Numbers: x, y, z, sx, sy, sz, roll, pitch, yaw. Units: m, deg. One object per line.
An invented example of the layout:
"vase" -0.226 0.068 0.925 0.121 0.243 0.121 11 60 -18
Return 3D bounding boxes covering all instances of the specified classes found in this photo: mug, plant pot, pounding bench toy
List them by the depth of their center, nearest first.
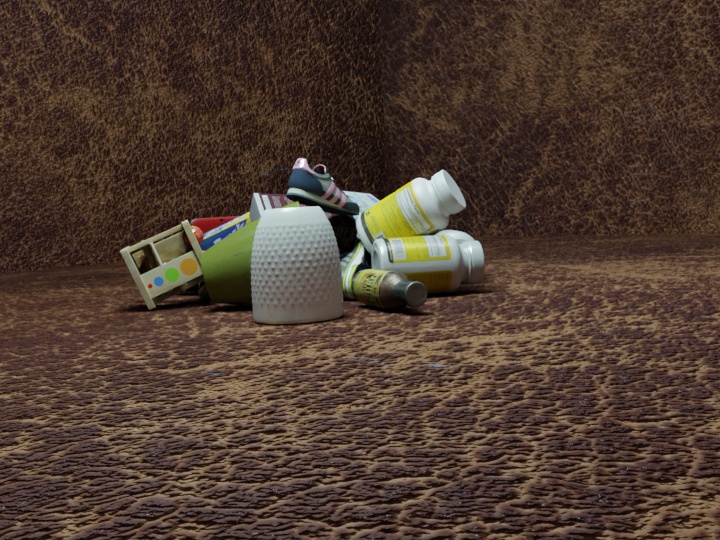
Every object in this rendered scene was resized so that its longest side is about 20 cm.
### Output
"mug" -0.113 -0.013 1.367 0.147 0.177 0.200 -5 4 -21
"plant pot" -0.186 -0.012 1.545 0.199 0.188 0.187 -15 5 -3
"pounding bench toy" -0.377 -0.020 1.680 0.155 0.125 0.200 -26 9 -11

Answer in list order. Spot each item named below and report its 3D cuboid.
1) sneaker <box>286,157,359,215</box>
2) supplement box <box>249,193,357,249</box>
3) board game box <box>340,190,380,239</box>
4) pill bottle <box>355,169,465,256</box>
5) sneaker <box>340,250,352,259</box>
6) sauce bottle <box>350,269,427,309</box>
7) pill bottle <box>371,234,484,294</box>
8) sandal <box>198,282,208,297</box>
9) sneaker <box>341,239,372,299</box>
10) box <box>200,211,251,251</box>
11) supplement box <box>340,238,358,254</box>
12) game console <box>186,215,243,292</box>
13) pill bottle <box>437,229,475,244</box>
"sneaker" -0.062 -0.156 1.608 0.070 0.083 0.200 4 -7 33
"supplement box" -0.115 -0.099 1.690 0.199 0.061 0.109 0 40 -21
"board game box" 0.026 -0.111 1.867 0.200 0.041 0.199 39 22 29
"pill bottle" 0.099 -0.107 1.628 0.199 0.113 0.112 -31 -5 19
"sneaker" -0.046 0.002 1.799 0.199 0.076 0.079 -15 -1 -18
"sauce bottle" 0.048 0.031 1.393 0.064 0.065 0.200 -5 3 -24
"pill bottle" 0.126 -0.009 1.571 0.199 0.112 0.111 -3 4 -9
"sandal" -0.309 0.015 1.805 0.079 0.059 0.207 -28 -2 4
"sneaker" -0.023 -0.005 1.635 0.080 0.074 0.200 -10 22 17
"box" -0.247 -0.078 1.762 0.199 0.065 0.070 -27 14 -4
"supplement box" -0.034 -0.044 2.006 0.196 0.134 0.200 0 5 29
"game console" -0.321 -0.036 1.911 0.199 0.119 0.172 -6 -16 -38
"pill bottle" 0.205 -0.033 1.845 0.108 0.110 0.200 -3 5 0
